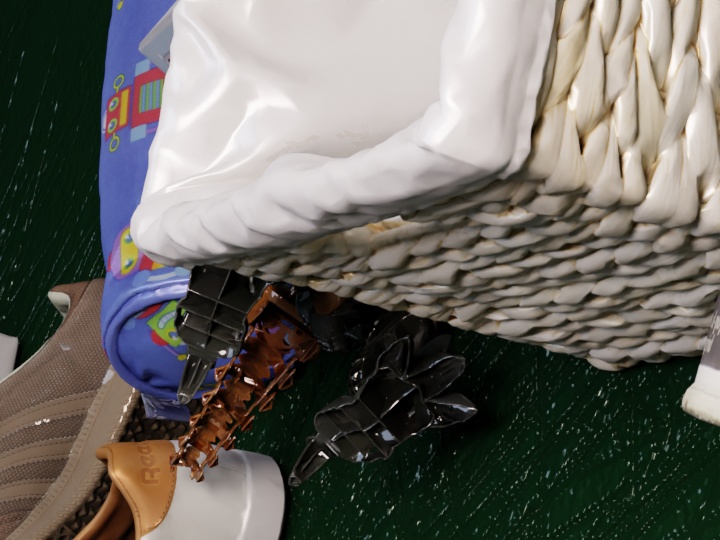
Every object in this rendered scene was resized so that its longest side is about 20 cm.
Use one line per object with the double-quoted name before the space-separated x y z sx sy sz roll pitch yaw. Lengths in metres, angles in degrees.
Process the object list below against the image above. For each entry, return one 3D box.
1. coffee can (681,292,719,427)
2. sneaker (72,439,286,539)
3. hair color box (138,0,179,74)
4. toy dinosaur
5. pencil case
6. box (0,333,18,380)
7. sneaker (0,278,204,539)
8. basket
"coffee can" 0.157 -0.049 0.532 0.146 0.146 0.201 17 91 66
"sneaker" -0.101 0.150 1.047 0.073 0.084 0.201 43 116 62
"hair color box" 0.010 -0.124 0.964 0.099 0.061 0.200 -55 13 -31
"toy dinosaur" 0.000 0.000 0.942 0.136 0.102 0.201 -67 -8 -60
"pencil case" -0.056 -0.044 1.073 0.078 0.087 0.201 -24 49 28
"box" -0.269 0.134 1.364 0.200 0.130 0.200 -35 45 54
"sneaker" -0.128 0.090 1.093 0.075 0.071 0.200 15 59 31
"basket" 0.059 -0.089 0.752 0.198 0.160 0.201 -14 63 63
